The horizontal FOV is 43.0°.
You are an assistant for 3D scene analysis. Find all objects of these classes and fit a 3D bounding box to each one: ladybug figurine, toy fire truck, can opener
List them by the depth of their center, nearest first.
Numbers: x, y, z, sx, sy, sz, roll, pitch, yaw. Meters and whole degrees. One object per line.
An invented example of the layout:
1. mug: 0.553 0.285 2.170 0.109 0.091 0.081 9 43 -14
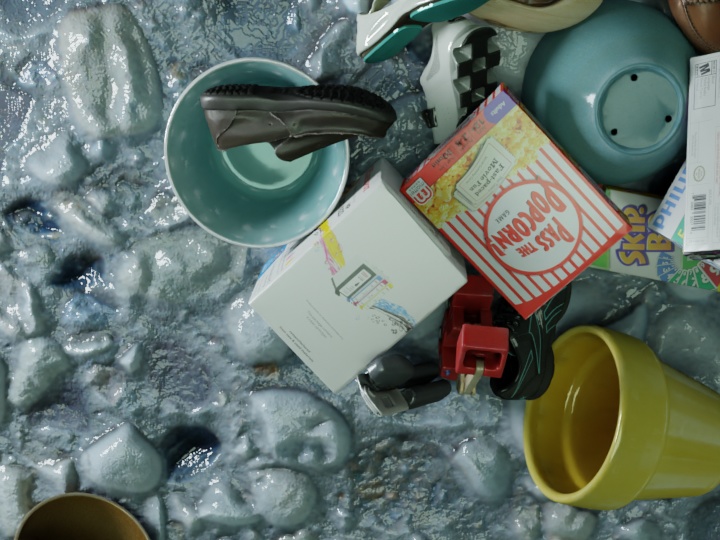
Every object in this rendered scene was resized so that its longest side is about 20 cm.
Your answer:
1. ladybug figurine: 0.162 -0.325 0.957 0.197 0.072 0.137 18 107 -4
2. toy fire truck: 0.120 0.085 1.011 0.048 0.142 0.201 5 143 -1
3. can opener: 0.056 0.130 1.042 0.066 0.199 0.053 -37 71 19

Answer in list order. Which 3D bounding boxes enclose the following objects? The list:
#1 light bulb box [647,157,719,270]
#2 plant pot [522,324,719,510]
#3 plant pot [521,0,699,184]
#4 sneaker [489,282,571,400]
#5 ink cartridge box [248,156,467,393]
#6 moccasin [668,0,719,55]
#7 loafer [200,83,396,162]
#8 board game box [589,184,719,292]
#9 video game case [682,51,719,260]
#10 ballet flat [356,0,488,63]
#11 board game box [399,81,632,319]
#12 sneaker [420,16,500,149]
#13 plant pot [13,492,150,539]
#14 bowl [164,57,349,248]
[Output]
1. light bulb box: 0.442 -0.076 0.949 0.198 0.125 0.200 20 102 -36
2. plant pot: 0.318 0.181 1.061 0.187 0.201 0.203 15 108 -20
3. plant pot: 0.278 -0.180 0.967 0.197 0.135 0.203 1 107 2
4. sneaker: 0.191 0.055 1.053 0.079 0.075 0.203 -2 99 -42
5. ink cartridge box: 0.000 0.000 1.027 0.200 0.147 0.145 -41 102 13
6. moccasin: 0.351 -0.318 0.921 0.073 0.078 0.205 -4 88 -4
7. loafer: -0.061 -0.147 0.919 0.197 0.073 0.072 5 113 9
8. board game box: 0.351 -0.038 1.067 0.197 0.030 0.097 11 107 1
9. video game case: 0.390 -0.114 0.836 0.180 0.036 0.203 -5 75 42
10. ballet flat: 0.058 -0.278 0.938 0.199 0.069 0.070 -18 111 50
11. board game box: 0.164 -0.071 0.968 0.200 0.046 0.151 44 110 -8
12. sneaker: 0.105 -0.183 1.011 0.073 0.088 0.202 -17 126 -27
13. plant pot: -0.386 0.423 1.172 0.185 0.187 0.201 33 119 -8
14. bowl: -0.108 -0.136 1.010 0.198 0.105 0.204 0 107 1
